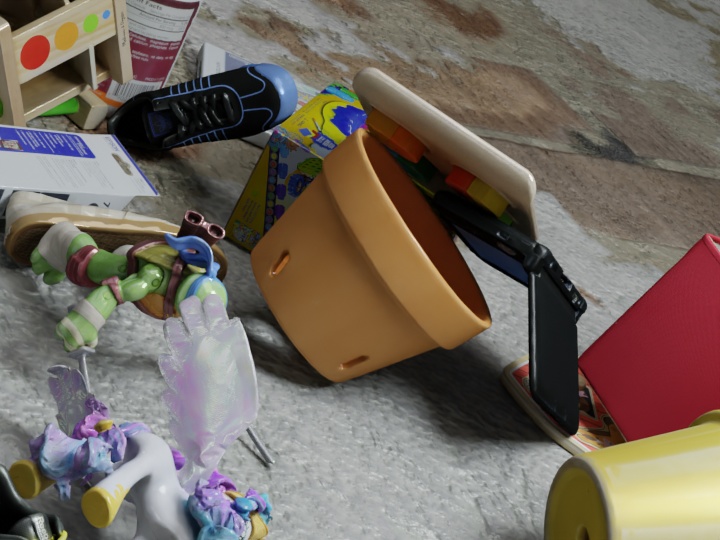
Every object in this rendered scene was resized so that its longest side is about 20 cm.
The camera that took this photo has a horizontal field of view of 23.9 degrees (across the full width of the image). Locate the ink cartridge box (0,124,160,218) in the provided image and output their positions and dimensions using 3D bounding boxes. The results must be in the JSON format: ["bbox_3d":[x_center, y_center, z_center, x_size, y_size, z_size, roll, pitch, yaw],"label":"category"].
[{"bbox_3d":[-0.278,-0.083,1.462,0.199,0.039,0.100,2,36,-42],"label":"ink cartridge box"}]

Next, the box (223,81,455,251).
[{"bbox_3d":[0.002,-0.064,1.652,0.192,0.123,0.200,31,25,3],"label":"box"}]

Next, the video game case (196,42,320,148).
[{"bbox_3d":[-0.088,-0.176,1.889,0.199,0.023,0.183,22,25,-15],"label":"video game case"}]

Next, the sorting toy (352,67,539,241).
[{"bbox_3d":[0.074,-0.088,1.493,0.185,0.037,0.200,35,-8,12],"label":"sorting toy"}]

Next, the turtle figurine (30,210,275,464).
[{"bbox_3d":[-0.176,0.047,1.304,0.143,0.202,0.194,-18,26,-29],"label":"turtle figurine"}]

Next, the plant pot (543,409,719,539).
[{"bbox_3d":[0.252,0.209,1.329,0.187,0.202,0.201,1,32,-17],"label":"plant pot"}]

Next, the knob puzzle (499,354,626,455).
[{"bbox_3d":[0.227,0.129,1.626,0.218,0.031,0.220,23,26,-12],"label":"knob puzzle"}]

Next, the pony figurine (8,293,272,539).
[{"bbox_3d":[-0.140,0.133,1.118,0.200,0.166,0.194,-16,81,-64],"label":"pony figurine"}]

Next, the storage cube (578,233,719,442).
[{"bbox_3d":[0.343,0.102,1.566,0.170,0.180,0.201,14,38,-48],"label":"storage cube"}]

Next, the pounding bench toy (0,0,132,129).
[{"bbox_3d":[-0.309,-0.188,1.569,0.124,0.201,0.156,33,52,31],"label":"pounding bench toy"}]

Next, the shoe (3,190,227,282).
[{"bbox_3d":[-0.202,-0.026,1.421,0.199,0.070,0.054,13,31,-30],"label":"shoe"}]

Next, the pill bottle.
[{"bbox_3d":[-0.223,-0.262,1.697,0.113,0.201,0.114,23,24,-11],"label":"pill bottle"}]

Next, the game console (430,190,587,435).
[{"bbox_3d":[0.131,0.039,1.506,0.175,0.117,0.200,31,-4,23],"label":"game console"}]

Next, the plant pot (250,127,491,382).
[{"bbox_3d":[0.000,0.000,1.446,0.201,0.140,0.200,54,11,-16],"label":"plant pot"}]

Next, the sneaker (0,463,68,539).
[{"bbox_3d":[-0.193,0.192,0.994,0.200,0.085,0.074,39,27,22],"label":"sneaker"}]

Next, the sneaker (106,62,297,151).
[{"bbox_3d":[-0.153,-0.149,1.624,0.199,0.071,0.078,-8,15,37],"label":"sneaker"}]
